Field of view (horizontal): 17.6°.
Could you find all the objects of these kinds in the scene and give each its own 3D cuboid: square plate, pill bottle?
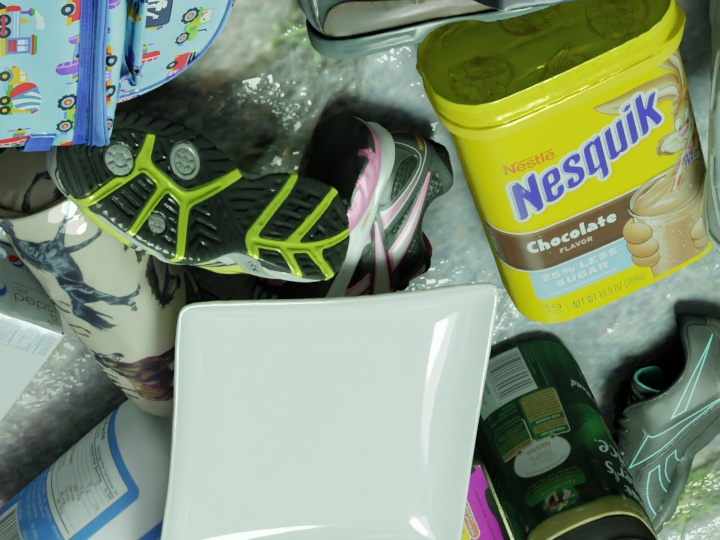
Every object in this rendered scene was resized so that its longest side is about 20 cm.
[{"bbox_3d":[-0.024,0.098,1.372,0.197,0.028,0.201,-4,118,-21],"label":"square plate"},{"bbox_3d":[-0.131,0.142,1.446,0.200,0.113,0.112,-39,132,20],"label":"pill bottle"}]

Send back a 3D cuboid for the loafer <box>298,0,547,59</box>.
[{"bbox_3d":[0.061,-0.173,1.255,0.199,0.072,0.063,-19,129,2],"label":"loafer"}]

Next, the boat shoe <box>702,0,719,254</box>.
[{"bbox_3d":[0.232,-0.104,1.309,0.069,0.072,0.203,5,93,0],"label":"boat shoe"}]

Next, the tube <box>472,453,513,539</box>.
[{"bbox_3d":[0.077,0.158,1.585,0.058,0.052,0.200,-11,148,39],"label":"tube"}]

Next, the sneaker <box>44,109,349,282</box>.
[{"bbox_3d":[-0.097,-0.031,1.266,0.076,0.076,0.199,-6,159,44],"label":"sneaker"}]

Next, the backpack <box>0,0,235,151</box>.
[{"bbox_3d":[-0.146,-0.152,1.157,0.198,0.135,0.183,-3,133,-20],"label":"backpack"}]

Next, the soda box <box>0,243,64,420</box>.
[{"bbox_3d":[-0.255,0.075,1.374,0.063,0.068,0.200,21,122,-33],"label":"soda box"}]

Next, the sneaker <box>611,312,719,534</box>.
[{"bbox_3d":[0.196,0.108,1.572,0.079,0.076,0.201,26,112,-23],"label":"sneaker"}]

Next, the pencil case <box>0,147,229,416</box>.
[{"bbox_3d":[-0.143,-0.007,1.332,0.077,0.090,0.200,-4,140,25],"label":"pencil case"}]

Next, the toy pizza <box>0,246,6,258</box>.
[{"bbox_3d":[-0.269,-0.056,1.187,0.200,0.200,0.032,29,81,-37],"label":"toy pizza"}]

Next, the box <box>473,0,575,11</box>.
[{"bbox_3d":[0.141,-0.222,1.173,0.198,0.104,0.149,-11,106,-10],"label":"box"}]

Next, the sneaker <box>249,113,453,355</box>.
[{"bbox_3d":[0.000,0.000,1.388,0.086,0.081,0.201,3,134,-28],"label":"sneaker"}]

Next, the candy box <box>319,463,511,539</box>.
[{"bbox_3d":[0.006,0.222,1.461,0.199,0.061,0.137,-23,94,-21],"label":"candy box"}]

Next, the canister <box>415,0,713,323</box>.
[{"bbox_3d":[0.128,-0.074,1.355,0.148,0.087,0.201,-25,137,-2],"label":"canister"}]

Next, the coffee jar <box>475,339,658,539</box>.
[{"bbox_3d":[0.133,0.146,1.482,0.085,0.201,0.105,-25,136,5],"label":"coffee jar"}]
